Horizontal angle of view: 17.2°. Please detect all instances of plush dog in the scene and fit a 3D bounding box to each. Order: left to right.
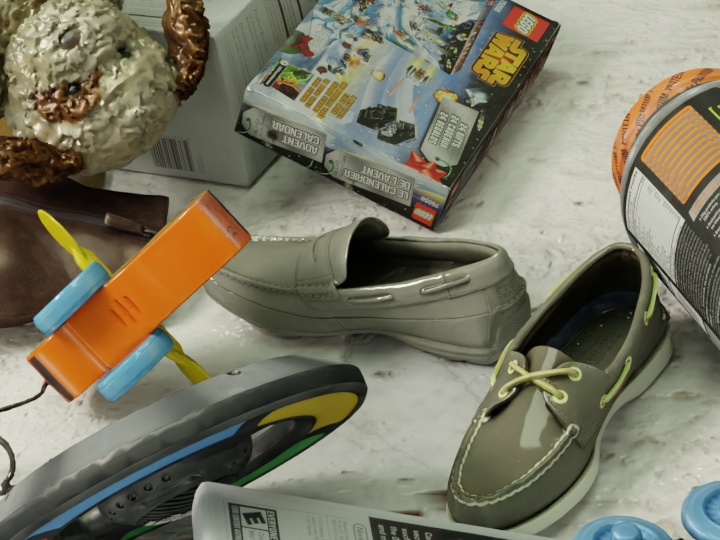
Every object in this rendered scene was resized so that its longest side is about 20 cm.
[{"bbox_3d":[-0.185,-0.127,1.397,0.200,0.161,0.172,-40,73,-18],"label":"plush dog"}]

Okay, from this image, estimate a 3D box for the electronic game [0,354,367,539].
[{"bbox_3d":[-0.088,0.095,1.121,0.200,0.200,0.042,-24,79,-18],"label":"electronic game"}]

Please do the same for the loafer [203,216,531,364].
[{"bbox_3d":[0.000,0.000,1.313,0.200,0.070,0.070,7,37,26],"label":"loafer"}]

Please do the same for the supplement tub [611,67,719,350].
[{"bbox_3d":[0.212,-0.022,1.233,0.122,0.123,0.200,-17,34,-9],"label":"supplement tub"}]

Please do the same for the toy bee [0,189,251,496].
[{"bbox_3d":[-0.145,0.026,1.288,0.200,0.131,0.109,-22,8,3],"label":"toy bee"}]

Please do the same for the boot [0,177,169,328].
[{"bbox_3d":[-0.198,-0.040,1.420,0.166,0.072,0.200,2,45,-6],"label":"boot"}]

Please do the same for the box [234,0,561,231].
[{"bbox_3d":[0.026,-0.120,1.466,0.137,0.040,0.200,27,42,8],"label":"box"}]

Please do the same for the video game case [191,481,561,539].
[{"bbox_3d":[0.021,0.172,1.023,0.182,0.023,0.200,11,30,-14],"label":"video game case"}]

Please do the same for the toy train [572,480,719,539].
[{"bbox_3d":[0.172,0.148,1.006,0.200,0.087,0.114,-12,36,-19],"label":"toy train"}]

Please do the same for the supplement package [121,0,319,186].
[{"bbox_3d":[-0.078,-0.157,1.540,0.114,0.110,0.200,9,38,29],"label":"supplement package"}]

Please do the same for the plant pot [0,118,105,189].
[{"bbox_3d":[-0.262,-0.052,1.514,0.200,0.028,0.200,-8,34,5],"label":"plant pot"}]

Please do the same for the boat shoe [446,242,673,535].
[{"bbox_3d":[0.097,0.060,1.200,0.072,0.060,0.202,10,39,30],"label":"boat shoe"}]
